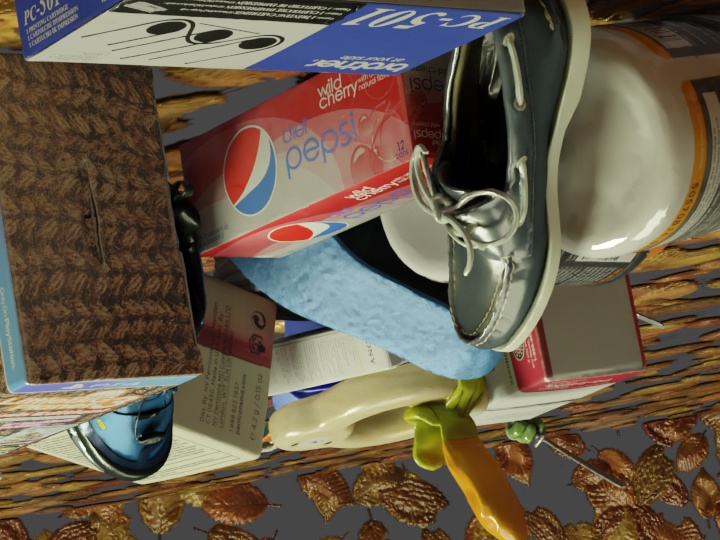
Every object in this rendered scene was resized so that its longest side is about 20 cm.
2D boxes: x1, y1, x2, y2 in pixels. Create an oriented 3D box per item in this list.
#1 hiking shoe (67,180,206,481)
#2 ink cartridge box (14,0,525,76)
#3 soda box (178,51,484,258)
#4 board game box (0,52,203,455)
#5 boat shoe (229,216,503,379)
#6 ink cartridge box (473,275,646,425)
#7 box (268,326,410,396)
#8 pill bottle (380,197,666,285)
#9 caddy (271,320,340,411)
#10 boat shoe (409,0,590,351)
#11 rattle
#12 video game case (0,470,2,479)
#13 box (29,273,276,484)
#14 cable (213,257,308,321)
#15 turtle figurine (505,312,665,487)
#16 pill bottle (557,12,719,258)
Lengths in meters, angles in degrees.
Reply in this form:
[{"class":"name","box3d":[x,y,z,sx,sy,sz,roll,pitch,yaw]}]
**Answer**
[{"class":"hiking shoe","box3d":[-0.127,0.036,1.196,0.074,0.200,0.087,-19,-150,-33]},{"class":"ink cartridge box","box3d":[-0.036,-0.118,0.900,0.200,0.044,0.094,-2,168,-40]},{"class":"soda box","box3d":[-0.015,-0.062,1.147,0.063,0.070,0.200,1,165,-39]},{"class":"board game box","box3d":[-0.183,0.000,1.067,0.097,0.160,0.200,-2,166,-39]},{"class":"boat shoe","box3d":[0.000,0.000,1.285,0.084,0.200,0.069,-59,173,36]},{"class":"ink cartridge box","box3d":[0.113,0.024,1.524,0.083,0.146,0.200,-7,169,-22]},{"class":"box","box3d":[-0.007,0.050,1.415,0.200,0.036,0.144,-13,-179,43]},{"class":"pill bottle","box3d":[0.111,-0.043,1.273,0.106,0.106,0.200,-19,166,39]},{"class":"caddy","box3d":[0.026,0.068,1.679,0.200,0.105,0.141,-8,149,-6]},{"class":"boat shoe","box3d":[0.063,-0.047,1.028,0.062,0.075,0.200,-13,129,-33]},{"class":"rattle","box3d":[0.000,0.140,1.459,0.200,0.143,0.130,-16,179,1]},{"class":"video game case","box3d":[-0.303,0.063,1.311,0.018,0.143,0.200,-33,160,12]},{"class":"box","box3d":[-0.169,0.050,1.328,0.200,0.109,0.128,24,152,-39]},{"class":"cable","box3d":[-0.003,-0.015,1.418,0.200,0.069,0.200,-9,170,0]},{"class":"turtle figurine","box3d":[0.141,0.069,1.820,0.194,0.200,0.144,2,130,-35]},{"class":"pill bottle","box3d":[0.172,-0.075,1.110,0.116,0.117,0.200,-20,174,42]}]
